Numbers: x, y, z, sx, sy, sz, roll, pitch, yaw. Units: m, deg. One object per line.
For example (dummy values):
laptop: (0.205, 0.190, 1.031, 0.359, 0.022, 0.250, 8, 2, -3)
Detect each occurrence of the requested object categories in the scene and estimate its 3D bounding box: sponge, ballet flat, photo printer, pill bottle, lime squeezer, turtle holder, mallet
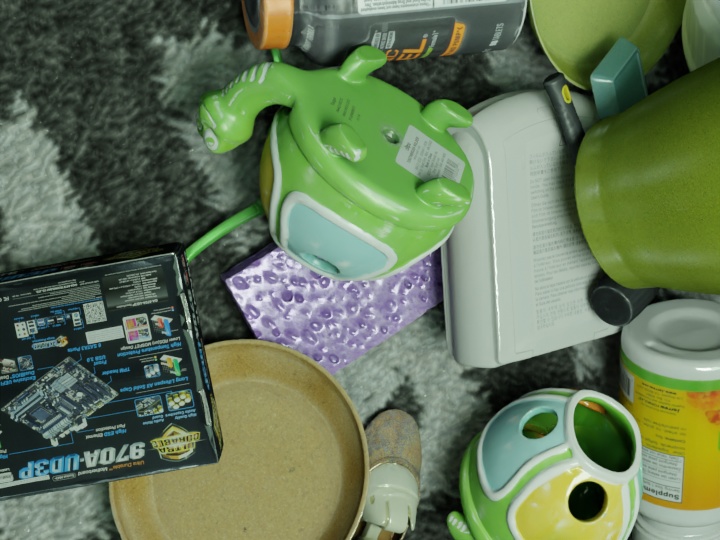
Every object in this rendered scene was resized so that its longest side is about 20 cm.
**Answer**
sponge: (0.000, 0.000, 1.313, 0.199, 0.030, 0.112, -33, 107, -10)
ballet flat: (0.011, 0.210, 1.328, 0.068, 0.067, 0.201, 17, 93, -23)
photo printer: (0.133, -0.038, 1.305, 0.166, 0.069, 0.201, -13, 103, -40)
pill bottle: (0.263, 0.134, 1.359, 0.110, 0.111, 0.201, -11, 119, -16)
lime squeezer: (-0.075, -0.089, 1.280, 0.070, 0.038, 0.201, 20, 93, 12)
pill bottle: (0.014, -0.207, 1.247, 0.199, 0.106, 0.107, -7, 100, -16)
turtle holder: (0.145, 0.170, 1.291, 0.141, 0.132, 0.185, 42, 42, 4)
mallet: (0.184, -0.060, 1.279, 0.066, 0.041, 0.201, -34, 112, -43)
turtle holder: (-0.017, -0.067, 1.193, 0.185, 0.142, 0.132, 12, 135, -32)

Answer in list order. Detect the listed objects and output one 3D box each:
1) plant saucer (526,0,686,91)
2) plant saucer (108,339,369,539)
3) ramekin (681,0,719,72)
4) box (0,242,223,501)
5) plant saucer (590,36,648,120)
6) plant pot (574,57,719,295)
plant saucer: (0.187, -0.239, 1.304, 0.199, 0.031, 0.201, -15, 112, -40)
plant saucer: (-0.088, 0.153, 1.265, 0.199, 0.035, 0.202, -3, 75, 10)
ramekin: (0.340, -0.209, 1.286, 0.203, 0.202, 0.094, -49, 152, -5)
box: (-0.210, 0.075, 1.220, 0.199, 0.046, 0.160, -11, 102, 2)
plant saucer: (0.219, -0.079, 1.332, 0.070, 0.019, 0.201, -49, 133, -45)
plant pot: (0.264, -0.065, 1.201, 0.200, 0.192, 0.202, 13, 72, -47)
